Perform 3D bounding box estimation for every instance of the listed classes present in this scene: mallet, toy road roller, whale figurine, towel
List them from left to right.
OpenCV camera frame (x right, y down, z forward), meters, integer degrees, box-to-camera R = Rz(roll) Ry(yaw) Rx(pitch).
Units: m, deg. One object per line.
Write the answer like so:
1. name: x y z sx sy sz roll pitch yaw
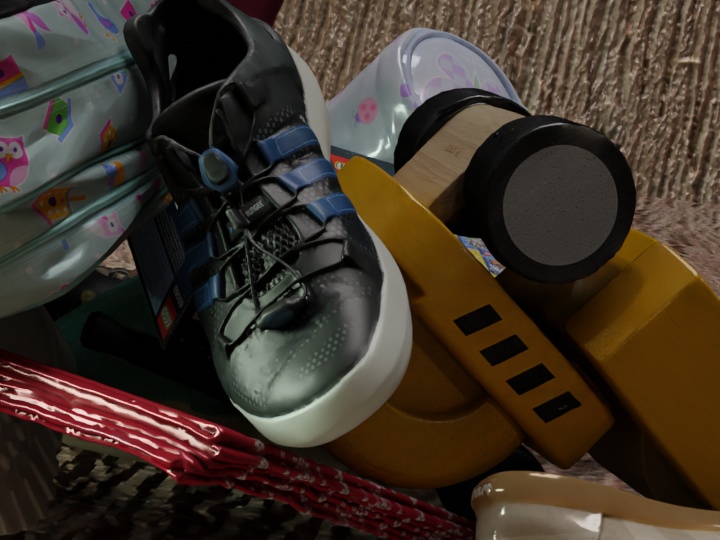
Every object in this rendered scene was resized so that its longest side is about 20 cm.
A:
1. whale figurine: -0.077 0.031 1.105 0.199 0.104 0.159 3 8 -18
2. towel: -0.041 0.072 0.919 0.144 0.023 0.200 16 -6 42
3. mallet: -0.015 0.060 1.012 0.199 0.041 0.066 21 1 -19
4. toy road roller: 0.057 0.037 0.943 0.200 0.146 0.123 48 -4 -18

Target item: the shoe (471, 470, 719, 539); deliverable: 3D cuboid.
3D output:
1. shoe: 0.133 0.114 0.898 0.199 0.054 0.070 10 -26 -14

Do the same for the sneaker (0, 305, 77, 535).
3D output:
1. sneaker: -0.162 0.062 0.951 0.080 0.077 0.200 -23 12 10

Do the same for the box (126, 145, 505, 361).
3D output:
1. box: 0.000 0.000 1.049 0.199 0.038 0.137 15 29 -27

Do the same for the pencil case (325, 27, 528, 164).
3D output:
1. pencil case: -0.009 -0.030 1.196 0.091 0.083 0.200 8 -37 -48

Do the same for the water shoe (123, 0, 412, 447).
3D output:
1. water shoe: -0.043 -0.022 0.862 0.079 0.071 0.200 43 16 -39

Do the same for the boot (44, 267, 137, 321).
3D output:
1. boot: -0.170 0.021 1.184 0.153 0.074 0.204 5 -1 -8

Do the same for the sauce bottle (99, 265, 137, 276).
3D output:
1. sauce bottle: -0.076 0.028 1.319 0.199 0.065 0.065 8 7 19

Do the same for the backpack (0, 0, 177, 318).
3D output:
1. backpack: -0.141 -0.052 0.927 0.166 0.127 0.200 -27 9 13

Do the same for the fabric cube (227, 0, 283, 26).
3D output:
1. fabric cube: -0.150 -0.183 1.123 0.195 0.200 0.200 -8 -23 -23
